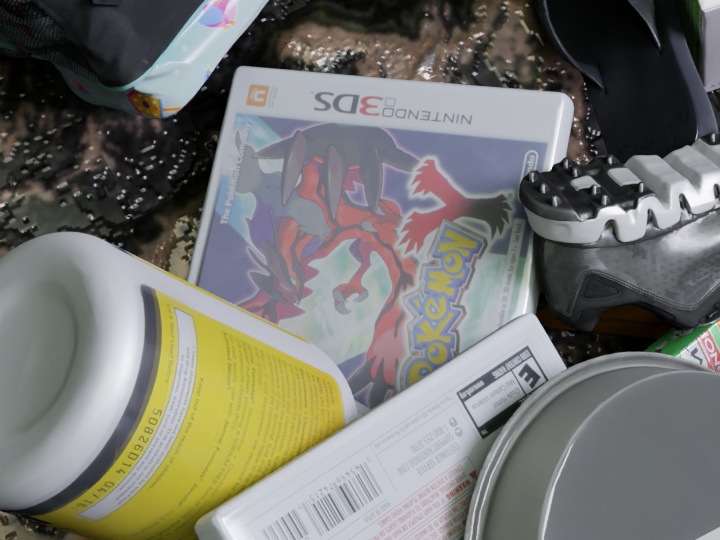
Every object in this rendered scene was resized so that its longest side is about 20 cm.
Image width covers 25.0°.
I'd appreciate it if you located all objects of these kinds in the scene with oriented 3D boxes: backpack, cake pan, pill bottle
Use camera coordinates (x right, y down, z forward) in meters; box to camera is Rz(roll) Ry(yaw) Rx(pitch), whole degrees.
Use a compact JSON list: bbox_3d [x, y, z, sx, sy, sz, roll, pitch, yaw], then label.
[{"bbox_3d":[-0.135,-0.177,0.812,0.200,0.153,0.176,21,70,37],"label":"backpack"},{"bbox_3d":[0.137,0.129,0.672,0.200,0.037,0.200,8,72,-26],"label":"cake pan"},{"bbox_3d":[-0.071,0.067,0.685,0.200,0.112,0.112,30,65,-46],"label":"pill bottle"}]

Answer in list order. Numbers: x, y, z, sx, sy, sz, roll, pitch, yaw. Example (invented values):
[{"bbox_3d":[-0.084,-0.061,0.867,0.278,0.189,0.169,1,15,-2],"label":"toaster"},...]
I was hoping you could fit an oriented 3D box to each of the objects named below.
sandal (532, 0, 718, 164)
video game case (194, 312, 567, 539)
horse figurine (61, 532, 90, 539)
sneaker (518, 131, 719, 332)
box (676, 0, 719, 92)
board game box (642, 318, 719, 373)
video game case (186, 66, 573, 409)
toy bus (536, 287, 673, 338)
[{"bbox_3d":[0.132,-0.127,0.855,0.043,0.076,0.200,19,38,-37],"label":"sandal"},{"bbox_3d":[0.052,0.135,0.669,0.200,0.023,0.182,-29,87,-40],"label":"video game case"},{"bbox_3d":[-0.130,0.106,0.767,0.132,0.050,0.200,-12,51,-5],"label":"horse figurine"},{"bbox_3d":[0.171,-0.018,0.779,0.200,0.066,0.091,-11,120,-13],"label":"sneaker"},{"bbox_3d":[0.169,-0.210,0.879,0.036,0.144,0.200,-16,78,8],"label":"box"},{"bbox_3d":[0.227,0.098,0.822,0.135,0.029,0.200,-37,104,-13],"label":"board game box"},{"bbox_3d":[0.000,0.000,0.807,0.182,0.023,0.200,7,79,22],"label":"video game case"},{"bbox_3d":[0.125,-0.006,0.857,0.200,0.065,0.078,6,72,-6],"label":"toy bus"}]
